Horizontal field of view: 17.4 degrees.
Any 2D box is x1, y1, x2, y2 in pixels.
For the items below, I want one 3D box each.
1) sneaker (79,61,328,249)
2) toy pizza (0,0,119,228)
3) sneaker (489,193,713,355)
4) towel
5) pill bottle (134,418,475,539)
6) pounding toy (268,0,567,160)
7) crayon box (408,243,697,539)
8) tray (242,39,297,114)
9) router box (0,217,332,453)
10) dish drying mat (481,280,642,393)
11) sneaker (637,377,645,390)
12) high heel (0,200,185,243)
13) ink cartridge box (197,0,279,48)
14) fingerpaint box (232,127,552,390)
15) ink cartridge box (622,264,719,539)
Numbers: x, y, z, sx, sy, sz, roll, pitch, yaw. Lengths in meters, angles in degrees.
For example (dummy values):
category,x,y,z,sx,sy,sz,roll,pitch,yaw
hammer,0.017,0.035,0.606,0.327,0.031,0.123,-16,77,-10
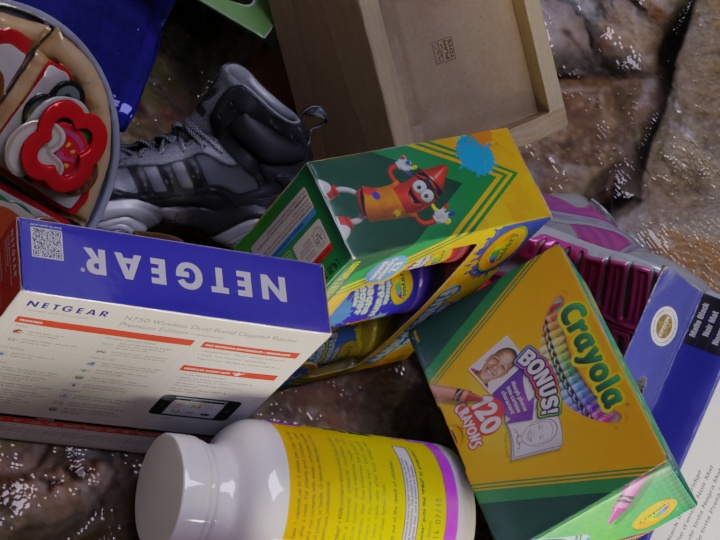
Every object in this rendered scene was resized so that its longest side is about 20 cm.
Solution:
category,x,y,z,sx,sy,sz,roll,pitch,yaw
sneaker,-0.119,-0.082,1.527,0.198,0.115,0.076,9,20,-14
toy pizza,-0.236,-0.066,1.430,0.199,0.202,0.032,5,16,-31
sneaker,0.167,-0.010,1.684,0.199,0.082,0.088,24,40,9
towel,-0.229,-0.181,1.591,0.199,0.050,0.148,29,42,-13
pill bottle,-0.035,0.149,1.460,0.198,0.104,0.105,10,56,-28
pounding toy,0.046,-0.143,1.638,0.199,0.142,0.186,-24,105,-36
crayon box,0.119,0.092,1.490,0.058,0.118,0.201,52,11,-45
tray,-0.050,-0.104,1.661,0.098,0.037,0.201,36,47,-8
router box,-0.144,0.046,1.405,0.198,0.179,0.049,9,57,-29
dish drying mat,0.112,0.059,1.607,0.077,0.018,0.200,-32,54,-32
sneaker,0.174,0.120,1.630,0.078,0.082,0.200,42,46,-1
high heel,-0.198,0.016,1.431,0.199,0.097,0.068,11,34,-34
ink cartridge box,-0.075,-0.227,1.671,0.103,0.059,0.200,32,48,2
fingerpaint box,0.000,0.000,1.514,0.166,0.200,0.074,-12,68,-38
ink cartridge box,0.229,0.126,1.577,0.200,0.040,0.201,34,76,-44
